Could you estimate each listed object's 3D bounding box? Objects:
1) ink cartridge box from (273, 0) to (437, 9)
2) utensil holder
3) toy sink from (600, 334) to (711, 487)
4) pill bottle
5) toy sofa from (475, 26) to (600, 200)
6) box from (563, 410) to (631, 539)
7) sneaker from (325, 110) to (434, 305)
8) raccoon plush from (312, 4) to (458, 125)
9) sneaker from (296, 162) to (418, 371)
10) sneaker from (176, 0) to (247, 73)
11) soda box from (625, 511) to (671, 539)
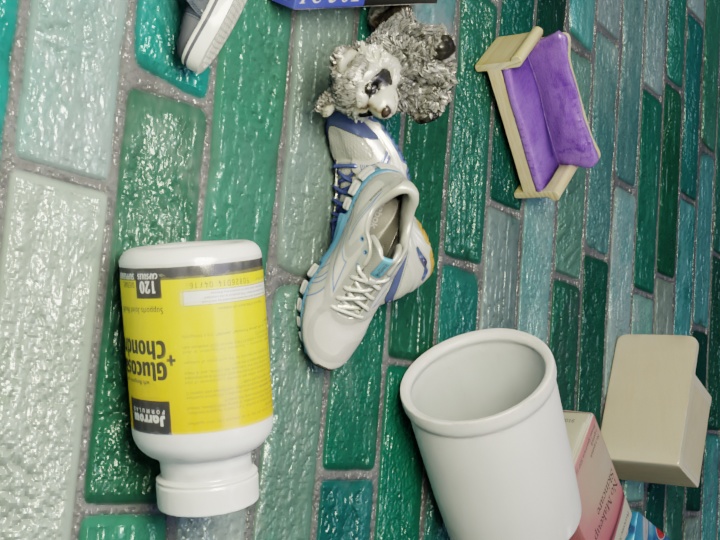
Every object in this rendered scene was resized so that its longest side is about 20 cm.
[{"bbox_3d":[0.003,-0.302,1.031,0.198,0.044,0.095,-16,125,-43],"label":"ink cartridge box"},{"bbox_3d":[0.149,0.193,1.185,0.170,0.168,0.202,-47,128,-44],"label":"utensil holder"},{"bbox_3d":[0.452,0.212,1.648,0.112,0.129,0.202,40,57,-47],"label":"toy sink"},{"bbox_3d":[-0.125,0.080,0.841,0.111,0.111,0.203,-9,97,-54],"label":"pill bottle"},{"bbox_3d":[0.224,-0.193,1.353,0.083,0.097,0.202,-51,130,-42],"label":"toy sofa"},{"bbox_3d":[0.259,0.291,1.390,0.128,0.108,0.201,-57,133,-38],"label":"box"},{"bbox_3d":[0.005,-0.059,1.063,0.088,0.075,0.202,-33,109,-30],"label":"sneaker"},{"bbox_3d":[0.002,-0.200,1.044,0.132,0.200,0.098,-3,117,-24],"label":"raccoon plush"},{"bbox_3d":[0.000,0.000,1.001,0.074,0.087,0.203,17,95,-21],"label":"sneaker"},{"bbox_3d":[-0.117,-0.263,0.892,0.079,0.078,0.202,26,78,-5],"label":"sneaker"},{"bbox_3d":[0.424,0.425,1.663,0.200,0.063,0.069,41,58,-48],"label":"soda box"}]
